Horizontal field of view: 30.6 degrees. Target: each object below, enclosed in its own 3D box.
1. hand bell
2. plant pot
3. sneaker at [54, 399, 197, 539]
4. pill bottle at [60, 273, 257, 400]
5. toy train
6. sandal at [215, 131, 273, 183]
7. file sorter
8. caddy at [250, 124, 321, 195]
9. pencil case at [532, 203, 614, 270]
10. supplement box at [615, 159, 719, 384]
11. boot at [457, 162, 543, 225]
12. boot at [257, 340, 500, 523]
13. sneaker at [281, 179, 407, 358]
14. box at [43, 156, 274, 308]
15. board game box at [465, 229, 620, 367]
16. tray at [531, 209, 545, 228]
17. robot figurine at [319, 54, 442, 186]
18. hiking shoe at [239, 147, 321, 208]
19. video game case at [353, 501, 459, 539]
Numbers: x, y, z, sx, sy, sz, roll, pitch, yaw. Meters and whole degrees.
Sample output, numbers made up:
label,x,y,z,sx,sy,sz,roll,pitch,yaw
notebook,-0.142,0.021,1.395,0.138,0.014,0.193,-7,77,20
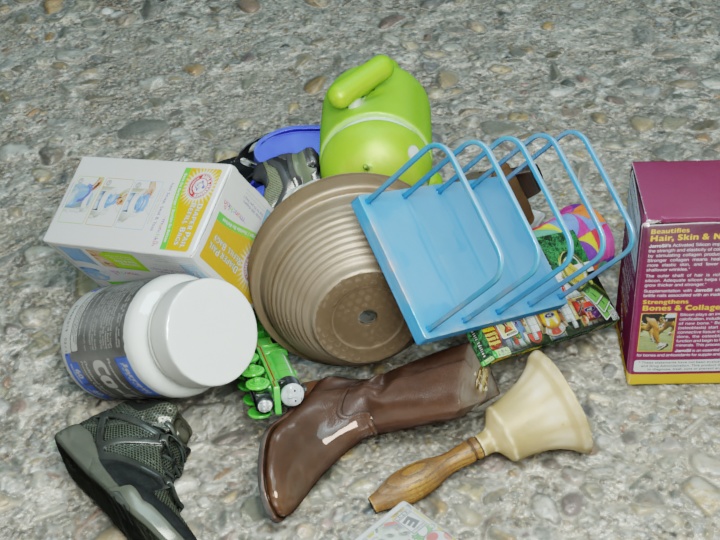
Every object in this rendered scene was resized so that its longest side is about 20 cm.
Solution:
label,x,y,z,sx,sy,sz,roll,pitch,yaw
hand bell,0.098,0.165,1.185,0.199,0.104,0.104,-28,43,-9
plant pot,0.000,0.019,1.215,0.200,0.202,0.093,-10,33,-8
sneaker,-0.181,0.179,1.174,0.114,0.076,0.199,-32,40,-22
pill bottle,-0.188,0.063,1.225,0.114,0.114,0.200,-36,16,-34
toy train,-0.095,0.088,1.276,0.056,0.042,0.200,-7,21,-12
sandal,-0.120,-0.131,1.587,0.199,0.043,0.076,-24,43,-24
file sorter,0.123,-0.038,1.148,0.199,0.123,0.139,-11,70,-44
caddy,-0.037,-0.081,1.473,0.199,0.105,0.142,0,61,4
pencil case,0.173,-0.003,1.353,0.199,0.089,0.088,-24,42,-36
supplement box,0.317,0.004,1.256,0.130,0.201,0.103,0,39,2
boot,0.108,-0.062,1.380,0.146,0.071,0.200,-20,5,25
boot,0.019,0.138,1.168,0.199,0.064,0.187,-13,31,24
sneaker,0.000,0.000,1.293,0.075,0.200,0.088,-43,16,-34
box,-0.189,-0.037,1.286,0.199,0.113,0.102,6,64,35
board game box,0.161,0.022,1.245,0.199,0.023,0.105,-13,69,-45
tray,0.116,-0.014,1.439,0.107,0.022,0.200,17,43,23
robot figurine,0.016,-0.133,1.351,0.115,0.176,0.200,-14,38,13
hiking shoe,-0.077,-0.024,1.370,0.100,0.076,0.201,-6,81,13
video game case,0.030,0.291,1.059,0.200,0.023,0.182,-33,47,-32
